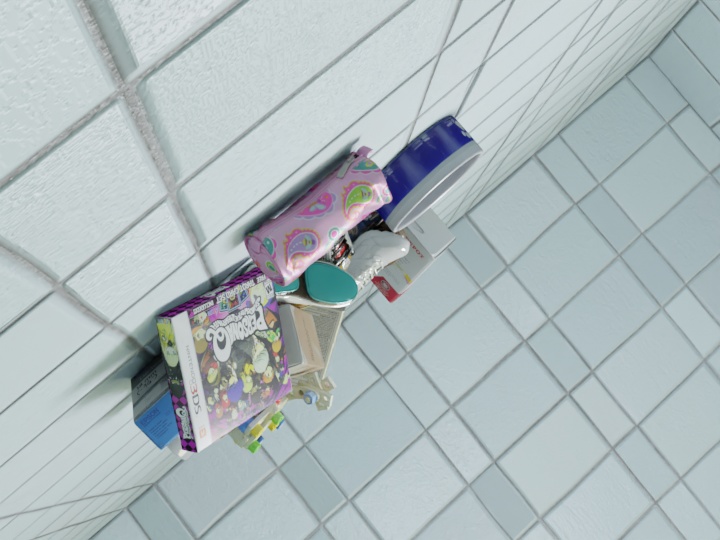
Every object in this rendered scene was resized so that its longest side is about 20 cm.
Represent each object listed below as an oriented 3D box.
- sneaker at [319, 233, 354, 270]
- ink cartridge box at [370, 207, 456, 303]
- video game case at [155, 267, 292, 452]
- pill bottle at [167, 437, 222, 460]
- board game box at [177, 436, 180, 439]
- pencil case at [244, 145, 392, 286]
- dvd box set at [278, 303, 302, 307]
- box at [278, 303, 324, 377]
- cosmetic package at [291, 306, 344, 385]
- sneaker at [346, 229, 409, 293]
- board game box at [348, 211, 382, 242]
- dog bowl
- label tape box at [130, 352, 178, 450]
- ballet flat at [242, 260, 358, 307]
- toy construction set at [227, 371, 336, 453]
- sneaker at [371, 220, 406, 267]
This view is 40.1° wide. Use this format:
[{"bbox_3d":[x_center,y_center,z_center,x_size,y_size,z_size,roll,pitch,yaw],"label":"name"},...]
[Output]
[{"bbox_3d":[-0.038,-0.045,1.500,0.077,0.083,0.200,-39,174,-14],"label":"sneaker"},{"bbox_3d":[0.078,-0.051,1.940,0.082,0.146,0.200,-37,174,-37],"label":"ink cartridge box"},{"bbox_3d":[-0.175,0.113,1.307,0.035,0.185,0.199,3,-161,35],"label":"video game case"},{"bbox_3d":[-0.236,0.206,1.592,0.200,0.112,0.111,-43,175,0],"label":"pill bottle"},{"bbox_3d":[-0.247,0.173,1.483,0.126,0.035,0.199,-47,-156,-8],"label":"board game box"},{"bbox_3d":[-0.051,-0.069,1.234,0.199,0.088,0.088,-40,175,-17],"label":"pencil case"},{"bbox_3d":[-0.118,0.053,1.593,0.196,0.030,0.146,-18,177,8],"label":"dvd box set"},{"bbox_3d":[-0.115,0.112,1.511,0.076,0.097,0.200,-15,173,5],"label":"box"},{"bbox_3d":[-0.099,0.121,1.806,0.088,0.101,0.203,-92,-162,-60],"label":"cosmetic package"},{"bbox_3d":[0.000,0.000,1.685,0.197,0.101,0.078,-20,146,29],"label":"sneaker"},{"bbox_3d":[-0.017,-0.058,1.802,0.135,0.035,0.200,-36,172,-49],"label":"board game box"},{"bbox_3d":[0.105,-0.158,1.626,0.199,0.079,0.200,-40,174,-5],"label":"dog bowl"},{"bbox_3d":[-0.261,0.146,1.428,0.144,0.063,0.200,-41,-156,2],"label":"label tape box"},{"bbox_3d":[-0.096,0.022,1.454,0.197,0.071,0.069,4,146,-36],"label":"ballet flat"},{"bbox_3d":[-0.132,0.206,1.498,0.198,0.092,0.132,-14,146,-49],"label":"toy construction set"},{"bbox_3d":[0.016,-0.021,1.771,0.075,0.071,0.200,-30,168,-33],"label":"sneaker"}]
